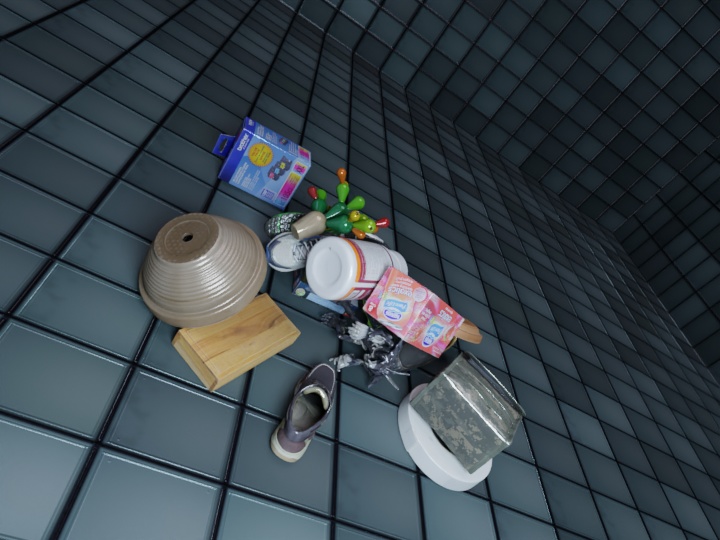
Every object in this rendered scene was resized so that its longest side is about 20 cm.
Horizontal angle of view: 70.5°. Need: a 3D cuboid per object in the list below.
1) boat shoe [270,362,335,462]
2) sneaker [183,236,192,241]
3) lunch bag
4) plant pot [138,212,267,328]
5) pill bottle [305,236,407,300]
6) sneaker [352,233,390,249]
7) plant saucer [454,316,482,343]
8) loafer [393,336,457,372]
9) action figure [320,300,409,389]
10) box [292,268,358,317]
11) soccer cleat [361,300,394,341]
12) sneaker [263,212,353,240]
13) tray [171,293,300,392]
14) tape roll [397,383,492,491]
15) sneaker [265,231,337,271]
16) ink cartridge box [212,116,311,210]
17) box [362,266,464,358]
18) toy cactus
[{"bbox_3d":[-0.075,0.208,0.801,0.072,0.065,0.200,37,30,-1],"label":"boat shoe"},{"bbox_3d":[-0.271,0.004,0.863,0.098,0.071,0.201,18,44,-1],"label":"sneaker"},{"bbox_3d":[0.210,0.244,0.946,0.164,0.118,0.199,48,26,13],"label":"lunch bag"},{"bbox_3d":[-0.250,-0.022,0.781,0.198,0.093,0.202,-3,52,3],"label":"plant pot"},{"bbox_3d":[0.000,0.000,0.947,0.199,0.110,0.110,5,44,-55],"label":"pill bottle"},{"bbox_3d":[-0.004,-0.088,1.249,0.199,0.074,0.089,29,34,-18],"label":"sneaker"},{"bbox_3d":[0.186,0.106,1.159,0.199,0.033,0.200,26,5,-3],"label":"plant saucer"},{"bbox_3d":[0.130,0.159,1.060,0.199,0.072,0.074,-19,91,-53],"label":"loafer"},{"bbox_3d":[-0.003,0.135,0.928,0.101,0.120,0.200,2,35,-47],"label":"action figure"},{"bbox_3d":[-0.075,-0.004,1.098,0.136,0.038,0.201,25,34,-22],"label":"box"},{"bbox_3d":[0.042,0.062,1.062,0.067,0.080,0.202,30,40,-66],"label":"soccer cleat"},{"bbox_3d":[-0.114,-0.084,1.073,0.198,0.079,0.085,0,14,-37],"label":"sneaker"},{"bbox_3d":[-0.194,0.109,0.830,0.099,0.037,0.200,47,31,11],"label":"tray"},{"bbox_3d":[0.159,0.307,0.954,0.201,0.037,0.204,27,34,-20],"label":"tape roll"},{"bbox_3d":[-0.088,-0.042,0.988,0.198,0.085,0.078,-7,92,-39],"label":"sneaker"},{"bbox_3d":[-0.229,-0.245,1.148,0.199,0.137,0.077,25,28,-22],"label":"ink cartridge box"},{"bbox_3d":[0.103,0.081,0.942,0.102,0.095,0.200,35,0,32],"label":"box"},{"bbox_3d":[-0.055,-0.110,0.972,0.164,0.103,0.200,-28,51,-25],"label":"toy cactus"}]
